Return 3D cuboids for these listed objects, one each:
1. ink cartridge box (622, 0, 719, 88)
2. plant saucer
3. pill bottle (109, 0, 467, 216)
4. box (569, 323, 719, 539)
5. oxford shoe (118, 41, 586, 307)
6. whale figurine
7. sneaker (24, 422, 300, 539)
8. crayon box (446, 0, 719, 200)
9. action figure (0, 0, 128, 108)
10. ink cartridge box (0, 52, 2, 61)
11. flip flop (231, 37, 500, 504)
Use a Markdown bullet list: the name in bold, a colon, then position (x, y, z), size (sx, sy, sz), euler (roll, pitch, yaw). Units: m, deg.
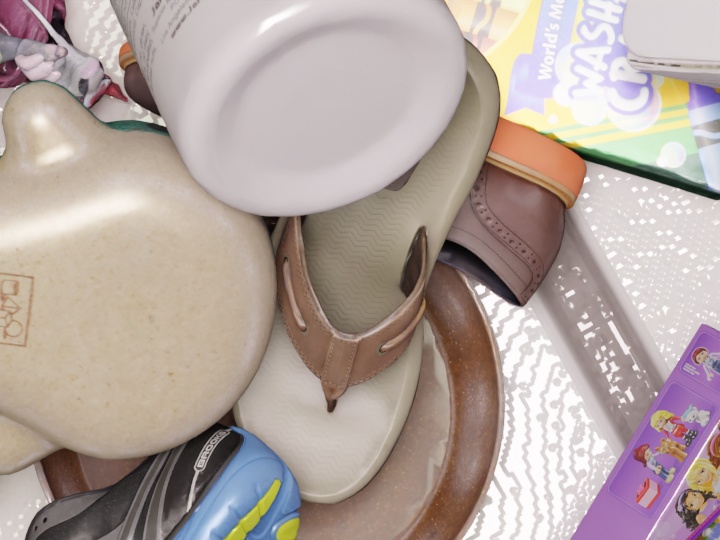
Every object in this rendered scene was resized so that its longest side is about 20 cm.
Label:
- **ink cartridge box**: position (0.199, -0.137, 1.172), size (0.085, 0.200, 0.148), euler (6, 91, 39)
- **plant saucer**: position (-0.040, 0.056, 1.250), size (0.199, 0.034, 0.201), euler (1, 80, -4)
- **pill bottle**: position (-0.045, -0.126, 1.145), size (0.114, 0.114, 0.200), euler (-28, 51, 2)
- **box**: position (0.137, 0.137, 1.209), size (0.137, 0.039, 0.200), euler (31, 91, -41)
- **oxford shoe**: position (-0.010, -0.044, 1.221), size (0.199, 0.071, 0.073), euler (18, 78, -1)
- **whale figurine**: position (-0.133, -0.001, 1.157), size (0.199, 0.104, 0.160), euler (5, 109, -7)
- **sneaker**: position (-0.108, 0.140, 1.176), size (0.200, 0.071, 0.083), euler (-48, 48, -6)
- **crayon box**: position (0.077, -0.118, 1.254), size (0.199, 0.052, 0.126), euler (17, 89, 4)
- **action figure**: position (-0.172, -0.131, 1.243), size (0.149, 0.134, 0.200), euler (-16, 116, 34)
- **ink cartridge box**: position (-0.242, -0.143, 1.200), size (0.048, 0.200, 0.146), euler (-40, 122, -25)
- **flip flop**: position (0.000, 0.000, 1.177), size (0.081, 0.058, 0.201), euler (23, 107, 1)
